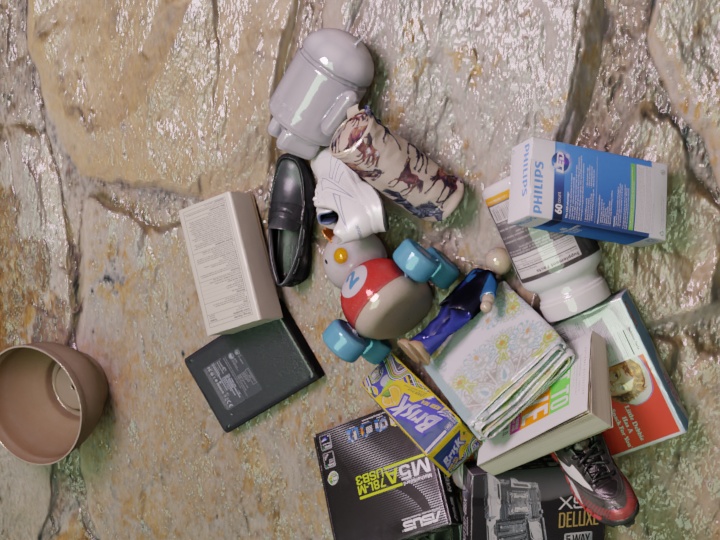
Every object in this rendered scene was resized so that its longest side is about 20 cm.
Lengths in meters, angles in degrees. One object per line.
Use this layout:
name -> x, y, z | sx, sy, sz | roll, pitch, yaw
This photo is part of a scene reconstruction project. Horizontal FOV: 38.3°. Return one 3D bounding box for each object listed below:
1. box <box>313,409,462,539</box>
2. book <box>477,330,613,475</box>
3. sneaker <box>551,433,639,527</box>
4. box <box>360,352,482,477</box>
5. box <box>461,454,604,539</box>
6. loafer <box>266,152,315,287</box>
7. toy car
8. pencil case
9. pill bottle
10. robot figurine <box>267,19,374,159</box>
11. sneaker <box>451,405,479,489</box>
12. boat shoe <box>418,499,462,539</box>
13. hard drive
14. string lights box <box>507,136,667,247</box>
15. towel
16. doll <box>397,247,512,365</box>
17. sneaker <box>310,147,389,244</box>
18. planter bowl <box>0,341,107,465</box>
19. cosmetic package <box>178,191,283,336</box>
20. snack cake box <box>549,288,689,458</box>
box -> 0.037, 0.310, 1.543 | 0.199, 0.047, 0.194 | -23, 63, 25
book -> 0.241, 0.177, 1.372 | 0.048, 0.134, 0.200 | 33, 134, -24
sneaker -> 0.296, 0.246, 1.363 | 0.070, 0.098, 0.201 | -27, 45, -3
box -> 0.082, 0.200, 1.458 | 0.070, 0.064, 0.200 | -45, 37, -3
box -> 0.242, 0.342, 1.451 | 0.198, 0.050, 0.159 | -2, 101, -11
loafer -> -0.106, -0.074, 1.553 | 0.068, 0.070, 0.202 | 5, 102, 21
toy car -> 0.000, 0.000, 1.481 | 0.200, 0.177, 0.185 | 46, 103, 22
pencil case -> 0.053, -0.143, 1.416 | 0.199, 0.090, 0.078 | 33, 149, -30
pill bottle -> 0.252, -0.041, 1.389 | 0.116, 0.116, 0.201 | -24, 91, 24
robot figurine -> -0.055, -0.258, 1.473 | 0.201, 0.112, 0.170 | -57, 44, 21
sneaker -> 0.151, 0.224, 1.506 | 0.075, 0.092, 0.202 | 5, 81, -21
boat shoe -> 0.115, 0.433, 1.567 | 0.068, 0.057, 0.202 | 10, 104, 20
hard drive -> -0.170, 0.153, 1.643 | 0.199, 0.033, 0.140 | -32, 87, 24
string lights box -> 0.290, -0.098, 1.317 | 0.198, 0.059, 0.104 | 9, 79, -18
towel -> 0.182, 0.120, 1.404 | 0.171, 0.200, 0.048 | -44, 122, 4
doll -> 0.143, 0.046, 1.439 | 0.200, 0.136, 0.049 | -46, 104, -14
sneaker -> -0.034, -0.110, 1.467 | 0.087, 0.200, 0.075 | -25, 130, -9
planter bowl -> -0.510, 0.207, 1.737 | 0.199, 0.135, 0.202 | 4, 102, 21
cosmetic package -> -0.198, -0.010, 1.583 | 0.103, 0.073, 0.202 | -17, 83, 25
snack cake box -> 0.351, 0.140, 1.409 | 0.114, 0.067, 0.201 | -25, 90, 24
